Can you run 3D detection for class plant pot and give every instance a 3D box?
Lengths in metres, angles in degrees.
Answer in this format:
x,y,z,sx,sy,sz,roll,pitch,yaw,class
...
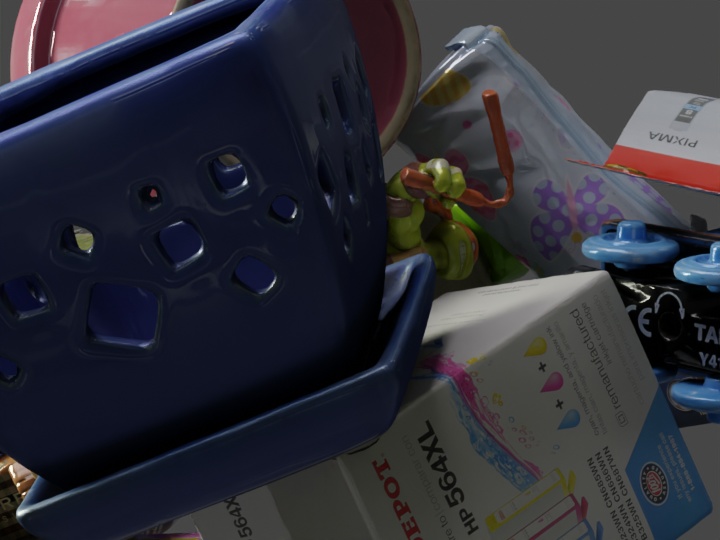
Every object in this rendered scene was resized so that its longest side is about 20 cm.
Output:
x,y,z,sx,sy,sz,roll,pitch,yaw,class
-0.060,-0.101,1.285,0.200,0.200,0.179,-27,11,-17,plant pot
-0.079,-0.004,1.085,0.200,0.180,0.200,-22,13,12,plant pot

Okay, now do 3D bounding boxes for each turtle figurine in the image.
x,y,z,sx,sy,sz,roll,pitch,yaw,class
0.000,0.000,1.246,0.161,0.200,0.064,-22,52,-28,turtle figurine

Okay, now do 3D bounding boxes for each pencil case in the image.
x,y,z,sx,sy,sz,roll,pitch,yaw,class
0.108,-0.038,1.357,0.083,0.200,0.091,-43,-8,-28,pencil case

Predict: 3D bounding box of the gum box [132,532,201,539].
x,y,z,sx,sy,sz,roll,pitch,yaw,class
-0.157,0.189,1.309,0.113,0.066,0.200,-32,13,-33,gum box

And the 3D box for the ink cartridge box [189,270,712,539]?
x,y,z,sx,sy,sz,roll,pitch,yaw,class
0.031,0.104,1.149,0.200,0.129,0.125,-33,13,-34,ink cartridge box

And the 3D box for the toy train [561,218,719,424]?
x,y,z,sx,sy,sz,roll,pitch,yaw,class
0.187,0.022,1.187,0.200,0.087,0.114,10,15,43,toy train

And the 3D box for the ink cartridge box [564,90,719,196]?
x,y,z,sx,sy,sz,roll,pitch,yaw,class
0.205,-0.056,1.256,0.160,0.047,0.200,13,6,21,ink cartridge box

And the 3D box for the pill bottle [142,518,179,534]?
x,y,z,sx,sy,sz,roll,pitch,yaw,class
-0.176,0.126,1.537,0.200,0.114,0.114,-30,12,-29,pill bottle

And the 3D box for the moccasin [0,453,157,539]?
x,y,z,sx,sy,sz,roll,pitch,yaw,class
-0.148,0.110,1.284,0.201,0.074,0.078,-16,18,24,moccasin

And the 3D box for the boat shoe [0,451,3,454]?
x,y,z,sx,sy,sz,roll,pitch,yaw,class
-0.143,0.042,1.326,0.200,0.066,0.074,-16,-17,-3,boat shoe

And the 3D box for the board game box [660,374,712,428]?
x,y,z,sx,sy,sz,roll,pitch,yaw,class
0.258,0.016,1.336,0.135,0.035,0.200,-14,15,44,board game box

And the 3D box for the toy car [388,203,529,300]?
x,y,z,sx,sy,sz,roll,pitch,yaw,class
-0.001,0.057,1.443,0.164,0.158,0.200,-19,-5,-31,toy car
